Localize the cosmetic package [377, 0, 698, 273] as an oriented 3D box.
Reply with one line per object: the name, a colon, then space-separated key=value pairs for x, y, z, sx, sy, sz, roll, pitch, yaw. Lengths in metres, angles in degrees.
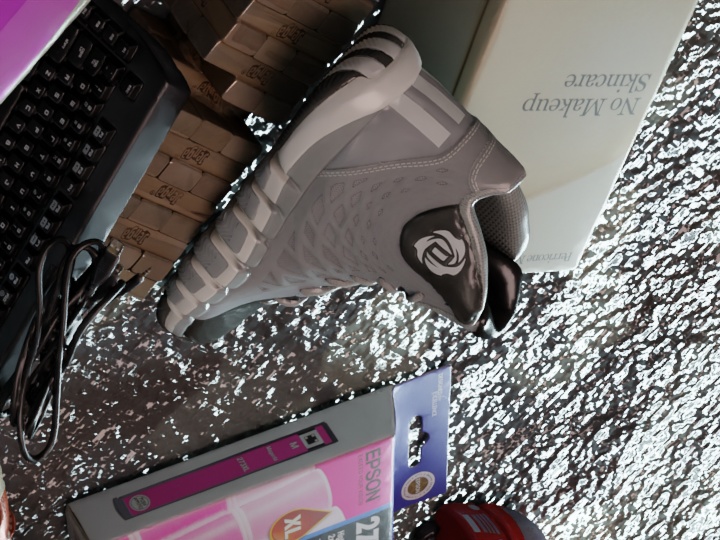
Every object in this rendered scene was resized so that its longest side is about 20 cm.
cosmetic package: x=0.068 y=-0.097 z=0.984 sx=0.103 sy=0.073 sz=0.200 roll=-4 pitch=129 yaw=-33

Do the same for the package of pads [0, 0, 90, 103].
package of pads: x=-0.180 y=-0.102 z=0.807 sx=0.200 sy=0.068 sz=0.154 roll=-48 pitch=139 yaw=13

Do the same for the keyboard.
keyboard: x=-0.133 y=-0.008 z=0.900 sx=0.200 sy=0.104 sz=0.040 roll=-58 pitch=160 yaw=22

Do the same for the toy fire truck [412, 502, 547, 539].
toy fire truck: x=0.064 y=0.208 z=1.289 sx=0.141 sy=0.049 sz=0.200 roll=3 pitch=125 yaw=-38

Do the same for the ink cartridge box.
ink cartridge box: x=-0.039 y=0.116 z=1.142 sx=0.200 sy=0.037 sz=0.095 roll=-21 pitch=138 yaw=-21

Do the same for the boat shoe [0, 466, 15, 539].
boat shoe: x=-0.235 y=0.127 z=0.985 sx=0.200 sy=0.071 sz=0.063 roll=-17 pitch=130 yaw=-25

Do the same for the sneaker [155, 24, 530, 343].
sneaker: x=0.000 y=0.000 z=0.952 sx=0.075 sy=0.115 sz=0.200 roll=-53 pitch=-177 yaw=-38

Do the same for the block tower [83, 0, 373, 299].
block tower: x=-0.058 y=-0.078 z=0.927 sx=0.058 sy=0.054 sz=0.200 roll=24 pitch=112 yaw=-45
